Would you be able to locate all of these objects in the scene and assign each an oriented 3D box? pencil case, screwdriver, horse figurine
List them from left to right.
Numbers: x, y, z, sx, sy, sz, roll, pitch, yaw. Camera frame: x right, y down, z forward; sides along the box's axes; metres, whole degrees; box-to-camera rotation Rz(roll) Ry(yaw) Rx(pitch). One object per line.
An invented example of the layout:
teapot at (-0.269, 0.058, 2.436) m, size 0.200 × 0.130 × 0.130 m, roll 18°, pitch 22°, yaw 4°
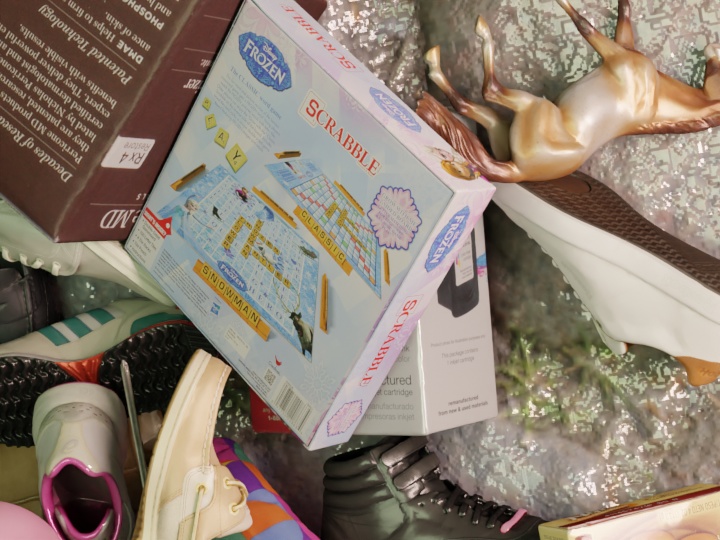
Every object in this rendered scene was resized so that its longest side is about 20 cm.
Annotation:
screwdriver at (-0.135, 0.153, 1.253) m, size 0.028 × 0.029 × 0.200 m, roll -9°, pitch 97°, yaw 4°
pencil case at (-0.062, 0.194, 1.253) m, size 0.200 × 0.088 × 0.088 m, roll 46°, pitch 111°, yaw 41°
horse figurine at (0.125, -0.110, 1.183) m, size 0.200 × 0.050 × 0.133 m, roll -30°, pitch 86°, yaw -12°

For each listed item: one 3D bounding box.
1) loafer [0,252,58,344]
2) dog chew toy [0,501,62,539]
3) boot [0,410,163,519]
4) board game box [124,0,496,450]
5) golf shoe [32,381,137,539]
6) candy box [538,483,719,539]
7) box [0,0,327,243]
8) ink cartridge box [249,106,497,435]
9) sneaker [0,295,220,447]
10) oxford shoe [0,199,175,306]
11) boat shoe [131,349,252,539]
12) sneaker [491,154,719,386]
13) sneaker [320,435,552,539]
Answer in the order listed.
loafer at (-0.255, 0.007, 1.358) m, size 0.068 × 0.070 × 0.201 m, roll 1°, pitch 94°, yaw 28°
dog chew toy at (-0.211, 0.245, 1.201) m, size 0.125 × 0.125 × 0.200 m, roll -31°, pitch 92°, yaw 21°
boot at (-0.220, 0.188, 1.364) m, size 0.200 × 0.066 × 0.175 m, roll -17°, pitch 88°, yaw 21°
board game box at (-0.038, -0.031, 1.178) m, size 0.200 × 0.041 × 0.200 m, roll 46°, pitch 122°, yaw 27°
golf shoe at (-0.179, 0.175, 1.272) m, size 0.075 × 0.092 × 0.200 m, roll -9°, pitch 119°, yaw 0°
candy box at (0.189, 0.240, 1.178) m, size 0.115 × 0.055 × 0.200 m, roll -12°, pitch 89°, yaw -15°
box at (-0.161, -0.145, 1.255) m, size 0.164 × 0.166 × 0.200 m, roll 38°, pitch 107°, yaw 18°
ink cartridge box at (0.000, 0.000, 1.234) m, size 0.146 × 0.083 × 0.200 m, roll -3°, pitch 93°, yaw 38°
sneaker at (-0.183, 0.062, 1.322) m, size 0.200 × 0.093 × 0.070 m, roll -14°, pitch 108°, yaw 15°
oxford shoe at (-0.208, -0.025, 1.290) m, size 0.200 × 0.075 × 0.058 m, roll 30°, pitch 95°, yaw 0°
boat shoe at (-0.101, 0.151, 1.202) m, size 0.069 × 0.074 × 0.200 m, roll 13°, pitch 91°, yaw 1°
sneaker at (0.147, 0.003, 1.198) m, size 0.200 × 0.073 × 0.085 m, roll 36°, pitch 123°, yaw 24°
sneaker at (0.057, 0.152, 1.244) m, size 0.200 × 0.071 × 0.099 m, roll -5°, pitch 97°, yaw 26°
